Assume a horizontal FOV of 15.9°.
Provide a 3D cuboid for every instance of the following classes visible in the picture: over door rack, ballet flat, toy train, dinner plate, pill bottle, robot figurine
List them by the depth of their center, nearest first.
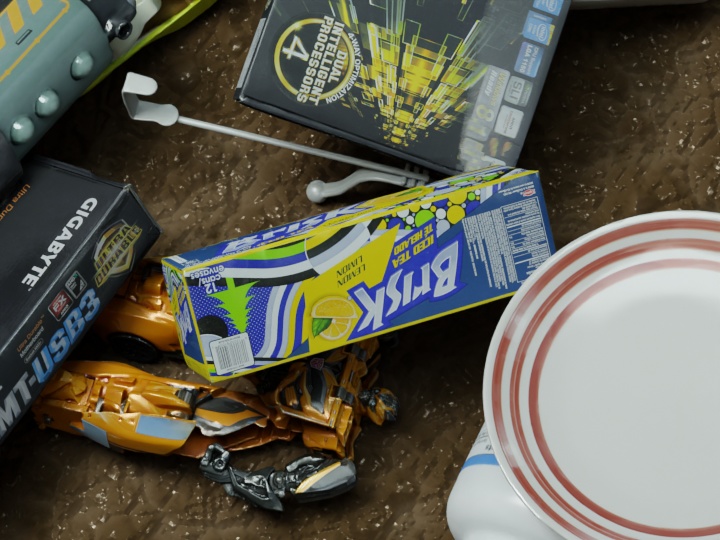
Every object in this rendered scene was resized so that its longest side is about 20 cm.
[{"bbox_3d":[0.161,0.062,1.291,0.199,0.024,0.201,-3,61,5],"label":"dinner plate"},{"bbox_3d":[0.113,0.108,1.350,0.112,0.112,0.201,20,67,17],"label":"pill bottle"},{"bbox_3d":[-0.077,0.055,1.430,0.199,0.058,0.145,9,60,13],"label":"robot figurine"},{"bbox_3d":[-0.213,-0.107,1.452,0.114,0.085,0.200,28,64,30],"label":"toy train"},{"bbox_3d":[-0.029,-0.123,1.507,0.199,0.067,0.148,18,64,-7],"label":"over door rack"},{"bbox_3d":[-0.123,-0.169,1.549,0.200,0.067,0.067,-42,107,-12],"label":"ballet flat"}]

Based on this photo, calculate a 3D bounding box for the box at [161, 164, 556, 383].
[{"bbox_3d":[0.000,0.000,1.372,0.199,0.070,0.065,-15,98,-12],"label":"box"}]

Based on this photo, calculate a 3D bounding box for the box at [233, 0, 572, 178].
[{"bbox_3d":[0.036,-0.161,1.435,0.161,0.049,0.201,20,90,-9],"label":"box"}]

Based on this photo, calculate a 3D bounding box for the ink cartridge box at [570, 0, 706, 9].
[{"bbox_3d":[0.123,-0.253,1.500,0.159,0.047,0.201,-4,91,-16],"label":"ink cartridge box"}]

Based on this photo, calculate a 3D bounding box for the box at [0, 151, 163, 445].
[{"bbox_3d":[-0.240,0.018,1.442,0.198,0.050,0.200,17,63,42],"label":"box"}]
